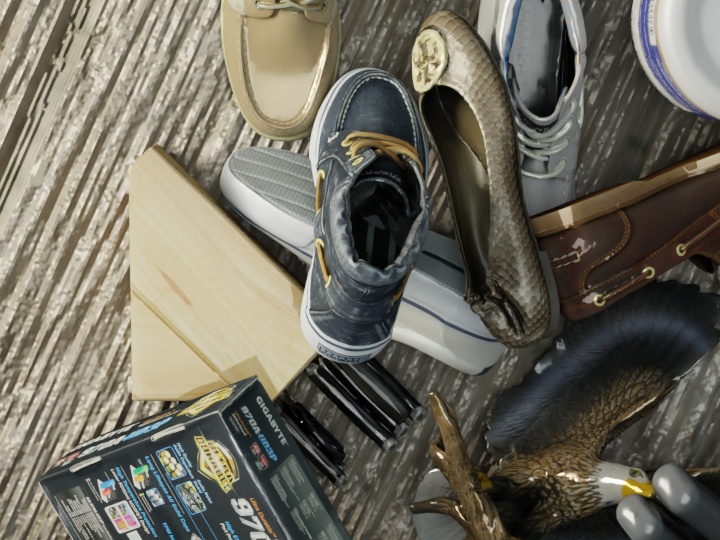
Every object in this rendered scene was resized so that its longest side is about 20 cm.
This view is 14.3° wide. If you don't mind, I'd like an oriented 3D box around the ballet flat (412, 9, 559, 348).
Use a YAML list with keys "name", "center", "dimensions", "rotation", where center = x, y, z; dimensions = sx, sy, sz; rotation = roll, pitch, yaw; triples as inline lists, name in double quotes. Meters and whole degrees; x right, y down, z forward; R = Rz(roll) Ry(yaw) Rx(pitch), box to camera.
- name: "ballet flat"
  center: [0.063, -0.051, 1.627]
  dimensions: [0.046, 0.067, 0.201]
  rotation: [-11, 81, -25]

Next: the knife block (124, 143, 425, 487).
- name: "knife block"
  center: [-0.049, 0.026, 1.683]
  dimensions: [0.175, 0.064, 0.201]
  rotation: [-1, 94, -3]

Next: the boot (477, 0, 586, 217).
- name: "boot"
  center: [0.094, -0.083, 1.664]
  dimensions: [0.073, 0.096, 0.201]
  rotation: [-2, 94, -2]

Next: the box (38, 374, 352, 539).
- name: "box"
  center: [-0.075, 0.174, 1.650]
  dimensions: [0.159, 0.046, 0.200]
  rotation: [-23, 102, 40]

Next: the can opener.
- name: "can opener"
  center: [0.210, 0.170, 1.646]
  dimensions: [0.053, 0.200, 0.067]
  rotation: [-41, 59, 7]

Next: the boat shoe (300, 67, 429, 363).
- name: "boat shoe"
  center: [0.012, -0.051, 1.610]
  dimensions: [0.071, 0.091, 0.201]
  rotation: [12, 54, -10]

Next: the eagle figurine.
- name: "eagle figurine"
  center: [0.138, 0.114, 1.680]
  dimensions: [0.200, 0.151, 0.152]
  rotation: [-26, 140, -34]

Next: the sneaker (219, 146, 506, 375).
- name: "sneaker"
  center: [0.000, 0.000, 1.681]
  dimensions: [0.200, 0.073, 0.071]
  rotation: [31, 126, 9]

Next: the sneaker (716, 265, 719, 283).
- name: "sneaker"
  center: [0.310, 0.003, 1.683]
  dimensions: [0.199, 0.088, 0.076]
  rotation: [7, 96, -1]

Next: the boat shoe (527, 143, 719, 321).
- name: "boat shoe"
  center: [0.189, -0.030, 1.666]
  dimensions: [0.200, 0.070, 0.071]
  rotation: [-22, 91, -19]

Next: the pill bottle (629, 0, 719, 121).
- name: "pill bottle"
  center: [0.212, -0.141, 1.612]
  dimensions: [0.115, 0.200, 0.116]
  rotation: [0, 95, -1]

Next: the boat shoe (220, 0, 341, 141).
- name: "boat shoe"
  center: [-0.044, -0.175, 1.667]
  dimensions: [0.072, 0.065, 0.201]
  rotation: [4, 95, -2]
